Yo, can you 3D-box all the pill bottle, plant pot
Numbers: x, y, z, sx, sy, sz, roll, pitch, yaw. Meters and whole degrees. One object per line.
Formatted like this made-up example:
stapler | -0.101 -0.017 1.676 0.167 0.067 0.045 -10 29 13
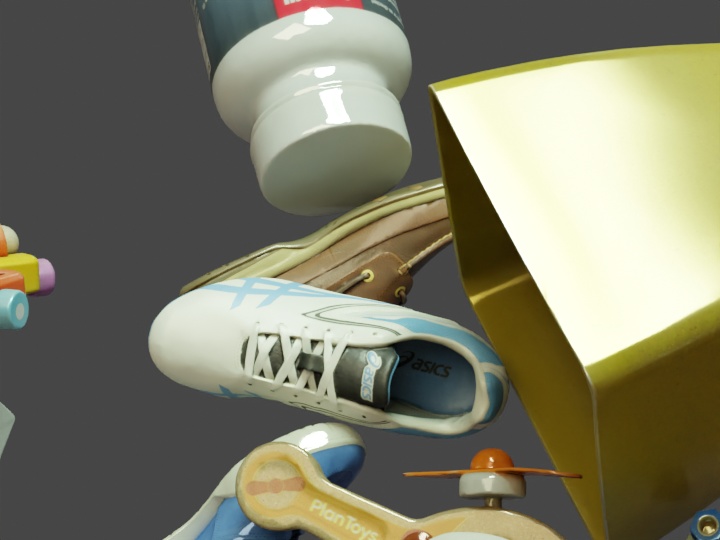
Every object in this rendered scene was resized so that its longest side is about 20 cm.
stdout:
pill bottle | -0.035 -0.139 1.514 0.119 0.120 0.201 -21 59 9
plant pot | 0.161 -0.002 1.338 0.176 0.200 0.201 -23 57 -7

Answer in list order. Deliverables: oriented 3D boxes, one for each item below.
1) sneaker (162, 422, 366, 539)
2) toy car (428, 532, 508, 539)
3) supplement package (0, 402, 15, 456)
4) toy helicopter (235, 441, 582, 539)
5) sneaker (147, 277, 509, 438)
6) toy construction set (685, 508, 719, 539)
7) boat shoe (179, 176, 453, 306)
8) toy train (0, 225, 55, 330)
sneaker | -0.059 0.176 1.383 0.200 0.077 0.111 -35 62 -7
toy car | 0.098 0.214 1.185 0.150 0.199 0.176 -27 51 59
supplement package | -0.324 0.098 1.500 0.199 0.110 0.114 7 66 23
toy helicopter | 0.030 0.137 1.329 0.199 0.079 0.133 26 89 13
sneaker | -0.017 0.047 1.401 0.199 0.072 0.072 9 93 0
toy construction set | 0.251 0.173 1.269 0.199 0.092 0.132 -9 60 28
boat shoe | 0.000 0.000 1.466 0.199 0.072 0.068 -24 92 2
toy train | -0.263 -0.005 1.512 0.199 0.150 0.056 4 100 26
